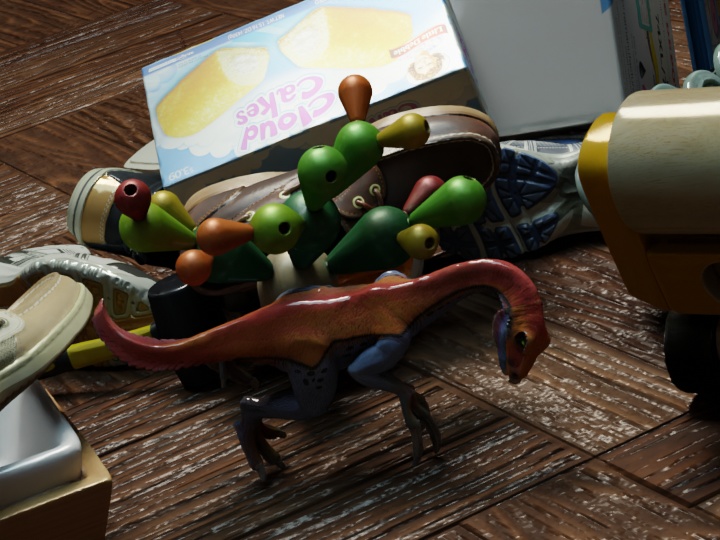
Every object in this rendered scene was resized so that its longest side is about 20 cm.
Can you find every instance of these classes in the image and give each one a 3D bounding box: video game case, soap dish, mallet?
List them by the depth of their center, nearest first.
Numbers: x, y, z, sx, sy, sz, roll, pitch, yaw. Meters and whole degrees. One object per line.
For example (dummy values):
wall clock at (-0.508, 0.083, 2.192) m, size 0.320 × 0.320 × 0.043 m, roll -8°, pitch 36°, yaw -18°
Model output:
soap dish at (-0.233, 0.131, 1.141) m, size 0.199 × 0.082 × 0.157 m, roll -20°, pitch 20°, yaw -15°
mallet at (-0.165, 0.060, 1.367) m, size 0.199 × 0.066 × 0.041 m, roll -22°, pitch 14°, yaw 24°
video game case at (0.235, -0.187, 1.507) m, size 0.018 × 0.201 × 0.143 m, roll -7°, pitch 21°, yaw 18°

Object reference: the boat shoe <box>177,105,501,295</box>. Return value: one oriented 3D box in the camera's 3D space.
boat shoe at (-0.010, -0.033, 1.296) m, size 0.199 × 0.071 × 0.070 m, roll -21°, pitch 28°, yaw 6°

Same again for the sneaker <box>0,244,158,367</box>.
sneaker at (-0.185, 0.011, 1.442) m, size 0.199 × 0.076 × 0.088 m, roll 3°, pitch 26°, yaw 37°

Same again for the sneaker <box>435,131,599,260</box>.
sneaker at (0.122, -0.053, 1.436) m, size 0.199 × 0.078 × 0.085 m, roll -1°, pitch 12°, yaw 12°

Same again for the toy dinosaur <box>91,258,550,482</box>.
toy dinosaur at (-0.001, 0.040, 1.142) m, size 0.199 × 0.106 × 0.181 m, roll 13°, pitch -35°, yaw -41°

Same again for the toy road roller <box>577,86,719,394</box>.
toy road roller at (0.210, -0.034, 1.123) m, size 0.122 × 0.200 × 0.146 m, roll 1°, pitch 46°, yaw 36°

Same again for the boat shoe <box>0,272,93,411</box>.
boat shoe at (-0.200, 0.044, 1.108) m, size 0.072 × 0.065 × 0.200 m, roll -35°, pitch 8°, yaw 36°

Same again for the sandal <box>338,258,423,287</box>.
sandal at (0.008, -0.001, 1.359) m, size 0.079 × 0.059 × 0.207 m, roll -6°, pitch 35°, yaw 19°

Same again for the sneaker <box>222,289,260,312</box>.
sneaker at (-0.024, -0.035, 1.464) m, size 0.115 × 0.076 × 0.200 m, roll -5°, pitch 21°, yaw 14°

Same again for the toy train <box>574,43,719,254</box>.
toy train at (0.205, -0.055, 1.303) m, size 0.085 × 0.114 × 0.200 m, roll -34°, pitch 5°, yaw 41°

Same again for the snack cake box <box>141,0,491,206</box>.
snack cake box at (-0.028, -0.104, 1.386) m, size 0.199 × 0.067 × 0.115 m, roll -22°, pitch 45°, yaw 6°

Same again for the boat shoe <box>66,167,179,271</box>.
boat shoe at (-0.114, -0.032, 1.474) m, size 0.062 × 0.075 × 0.200 m, roll 20°, pitch 8°, yaw 26°

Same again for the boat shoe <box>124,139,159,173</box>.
boat shoe at (-0.091, -0.079, 1.636) m, size 0.199 × 0.062 × 0.075 m, roll -9°, pitch 34°, yaw 39°

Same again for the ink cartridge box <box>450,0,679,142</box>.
ink cartridge box at (0.123, -0.164, 1.519) m, size 0.145 × 0.148 × 0.200 m, roll -8°, pitch 1°, yaw 19°

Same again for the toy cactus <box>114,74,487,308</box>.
toy cactus at (-0.037, -0.020, 1.214) m, size 0.199 × 0.165 × 0.103 m, roll -14°, pitch 58°, yaw -16°
